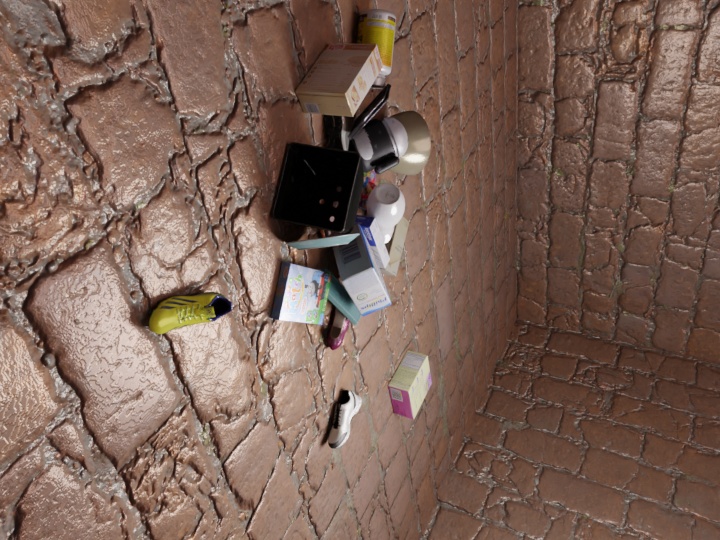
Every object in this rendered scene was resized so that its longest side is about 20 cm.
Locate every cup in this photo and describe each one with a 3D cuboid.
[{"bbox_3d":[0.105,-0.398,1.837,0.141,0.199,0.204,-11,111,-34],"label":"cup"}]

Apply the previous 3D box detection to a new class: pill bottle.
[{"bbox_3d":[0.041,-0.637,1.685,0.109,0.108,0.204,-11,109,-61],"label":"pill bottle"}]

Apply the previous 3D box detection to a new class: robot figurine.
[{"bbox_3d":[0.042,-0.362,1.699,0.125,0.197,0.152,-116,-178,-79],"label":"robot figurine"}]

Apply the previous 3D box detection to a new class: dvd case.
[{"bbox_3d":[0.029,-0.450,1.643,0.016,0.148,0.201,41,24,-14],"label":"dvd case"}]

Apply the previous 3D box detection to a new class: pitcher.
[{"bbox_3d":[0.085,-0.206,1.854,0.201,0.119,0.174,95,13,-63],"label":"pitcher"}]

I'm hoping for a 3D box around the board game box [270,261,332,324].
[{"bbox_3d":[-0.159,0.067,1.611,0.199,0.036,0.154,14,87,-57],"label":"board game box"}]

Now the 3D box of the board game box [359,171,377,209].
[{"bbox_3d":[0.018,-0.280,1.837,0.199,0.038,0.161,14,87,-63],"label":"board game box"}]

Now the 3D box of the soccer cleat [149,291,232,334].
[{"bbox_3d":[-0.349,0.086,1.216,0.199,0.082,0.066,-21,118,-59],"label":"soccer cleat"}]

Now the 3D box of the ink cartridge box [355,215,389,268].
[{"bbox_3d":[0.024,-0.091,1.860,0.045,0.093,0.201,-61,148,-30],"label":"ink cartridge box"}]

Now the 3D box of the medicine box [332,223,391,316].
[{"bbox_3d":[0.000,0.000,1.743,0.201,0.101,0.184,61,9,-51],"label":"medicine box"}]

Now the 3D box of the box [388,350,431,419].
[{"bbox_3d":[0.207,0.469,2.403,0.201,0.095,0.178,-54,143,-39],"label":"box"}]

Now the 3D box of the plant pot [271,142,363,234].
[{"bbox_3d":[-0.090,-0.196,1.519,0.177,0.196,0.204,27,76,-73],"label":"plant pot"}]

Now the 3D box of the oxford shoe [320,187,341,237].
[{"bbox_3d":[-0.064,-0.183,1.680,0.071,0.071,0.204,23,79,-62],"label":"oxford shoe"}]

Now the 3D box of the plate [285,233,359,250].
[{"bbox_3d":[-0.098,-0.073,1.519,0.199,0.197,0.026,-14,97,-60],"label":"plate"}]

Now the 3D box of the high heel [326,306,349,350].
[{"bbox_3d":[-0.060,0.151,1.844,0.097,0.066,0.202,102,12,-58],"label":"high heel"}]

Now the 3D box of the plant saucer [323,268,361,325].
[{"bbox_3d":[-0.056,0.082,1.770,0.200,0.019,0.071,48,55,-32],"label":"plant saucer"}]

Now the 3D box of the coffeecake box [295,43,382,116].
[{"bbox_3d":[-0.052,-0.496,1.507,0.202,0.151,0.074,-63,149,-28],"label":"coffeecake box"}]

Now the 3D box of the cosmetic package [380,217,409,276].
[{"bbox_3d":[0.101,-0.092,2.030,0.103,0.072,0.204,27,75,-62],"label":"cosmetic package"}]

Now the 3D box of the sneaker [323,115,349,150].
[{"bbox_3d":[-0.058,-0.353,1.636,0.079,0.073,0.204,-27,123,-62],"label":"sneaker"}]

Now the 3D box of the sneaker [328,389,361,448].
[{"bbox_3d":[-0.066,0.488,1.932,0.080,0.073,0.202,52,48,-38],"label":"sneaker"}]
